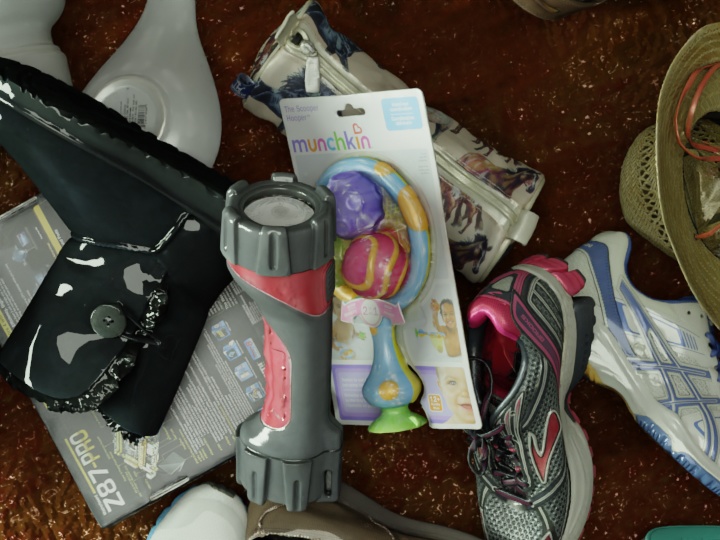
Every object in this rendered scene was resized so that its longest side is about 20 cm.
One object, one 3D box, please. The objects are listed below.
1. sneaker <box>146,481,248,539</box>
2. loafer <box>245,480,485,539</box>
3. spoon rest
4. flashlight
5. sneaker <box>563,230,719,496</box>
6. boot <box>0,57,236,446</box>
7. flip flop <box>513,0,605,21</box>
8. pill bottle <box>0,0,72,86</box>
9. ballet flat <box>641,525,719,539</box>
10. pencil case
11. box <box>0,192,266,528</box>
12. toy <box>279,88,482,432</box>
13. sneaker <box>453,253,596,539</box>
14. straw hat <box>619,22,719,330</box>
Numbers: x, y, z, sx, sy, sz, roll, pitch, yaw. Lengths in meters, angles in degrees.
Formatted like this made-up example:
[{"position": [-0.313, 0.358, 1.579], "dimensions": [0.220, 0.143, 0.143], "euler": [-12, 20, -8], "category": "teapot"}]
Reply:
[{"position": [-0.117, 0.224, 1.569], "dimensions": [0.075, 0.087, 0.200], "euler": [21, 87, 4], "category": "sneaker"}, {"position": [0.015, 0.188, 1.564], "dimensions": [0.200, 0.071, 0.073], "euler": [23, 133, 10], "category": "loafer"}, {"position": [-0.126, -0.129, 1.577], "dimensions": [0.099, 0.061, 0.200], "euler": [3, 80, 16], "category": "spoon rest"}, {"position": [-0.048, 0.044, 1.500], "dimensions": [0.068, 0.068, 0.200], "euler": [-15, 128, -26], "category": "flashlight"}, {"position": [0.194, 0.060, 1.572], "dimensions": [0.200, 0.075, 0.088], "euler": [44, 89, 2], "category": "sneaker"}, {"position": [-0.169, -0.008, 1.512], "dimensions": [0.200, 0.076, 0.168], "euler": [30, 101, -11], "category": "boot"}, {"position": [0.100, -0.182, 1.587], "dimensions": [0.200, 0.081, 0.058], "euler": [4, 107, 2], "category": "flip flop"}, {"position": [-0.243, -0.193, 1.573], "dimensions": [0.116, 0.116, 0.200], "euler": [-15, 87, 1], "category": "pill bottle"}, {"position": [0.263, 0.185, 1.581], "dimensions": [0.200, 0.067, 0.062], "euler": [-1, 116, 5], "category": "ballet flat"}, {"position": [0.021, -0.077, 1.575], "dimensions": [0.200, 0.089, 0.078], "euler": [38, 89, 2], "category": "pencil case"}, {"position": [-0.134, 0.033, 1.594], "dimensions": [0.161, 0.049, 0.200], "euler": [-30, 87, -1], "category": "box"}, {"position": [0.000, 0.000, 1.511], "dimensions": [0.115, 0.047, 0.200], "euler": [-1, 107, 43], "category": "toy"}, {"position": [0.088, 0.091, 1.545], "dimensions": [0.081, 0.075, 0.200], "euler": [13, 115, 36], "category": "sneaker"}, {"position": [0.204, -0.048, 1.567], "dimensions": [0.085, 0.201, 0.201], "euler": [-7, 87, 43], "category": "straw hat"}]
